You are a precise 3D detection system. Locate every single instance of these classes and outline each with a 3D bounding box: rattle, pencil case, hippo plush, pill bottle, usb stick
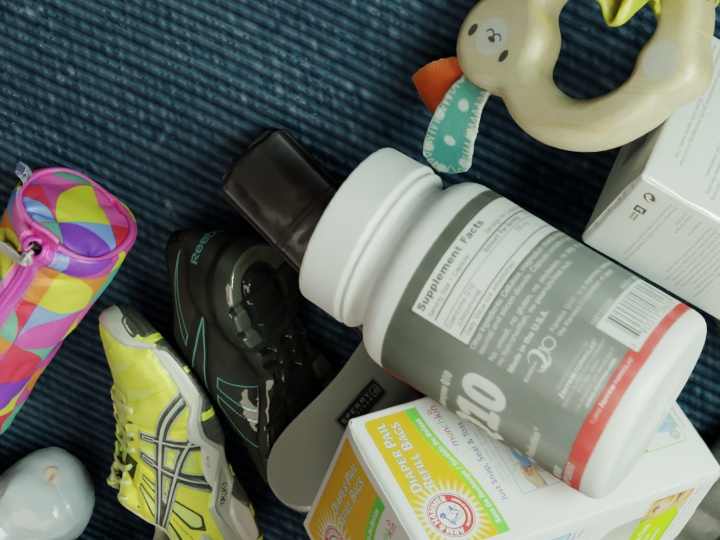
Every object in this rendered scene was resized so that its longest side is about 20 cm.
[{"bbox_3d":[0.072,-0.122,1.030,0.199,0.143,0.131,-7,88,36],"label":"rattle"},{"bbox_3d":[-0.216,0.022,1.256,0.088,0.088,0.200,32,127,-5],"label":"pencil case"},{"bbox_3d":[-0.223,0.211,1.363,0.200,0.159,0.161,-29,82,0],"label":"hippo plush"},{"bbox_3d":[0.074,0.025,1.080,0.200,0.114,0.114,31,128,16],"label":"pill bottle"},{"bbox_3d":[0.000,0.000,1.168,0.055,0.033,0.200,-45,83,6],"label":"usb stick"}]

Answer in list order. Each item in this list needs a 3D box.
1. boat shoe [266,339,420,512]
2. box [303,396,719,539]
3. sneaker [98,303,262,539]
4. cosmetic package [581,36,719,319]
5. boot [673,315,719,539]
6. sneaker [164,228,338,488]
[{"bbox_3d":[0.027,0.069,1.222,0.200,0.064,0.071,-42,72,14],"label":"boat shoe"},{"bbox_3d":[0.084,0.130,1.145,0.102,0.199,0.113,59,146,28],"label":"box"},{"bbox_3d":[-0.127,0.114,1.278,0.076,0.075,0.201,-27,116,-12],"label":"sneaker"},{"bbox_3d":[0.233,-0.022,1.061,0.200,0.108,0.085,31,150,-4],"label":"cosmetic package"},{"bbox_3d":[0.221,0.102,1.189,0.182,0.073,0.200,38,131,-10],"label":"boot"},{"bbox_3d":[-0.067,0.053,1.250,0.079,0.075,0.201,19,135,38],"label":"sneaker"}]
